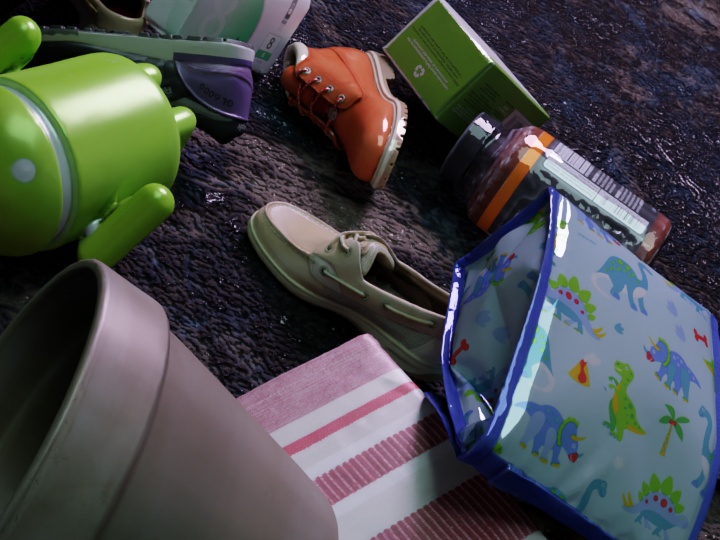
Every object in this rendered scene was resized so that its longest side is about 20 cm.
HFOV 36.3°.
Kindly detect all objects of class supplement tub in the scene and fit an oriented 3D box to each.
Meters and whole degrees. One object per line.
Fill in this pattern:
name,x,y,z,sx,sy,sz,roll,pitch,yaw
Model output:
supplement tub,0.170,-0.057,0.989,0.200,0.107,0.107,36,37,7

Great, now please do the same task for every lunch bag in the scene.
lunch bag,0.140,0.080,0.704,0.170,0.127,0.200,33,39,-18

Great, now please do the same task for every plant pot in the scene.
plant pot,-0.113,0.124,0.534,0.173,0.200,0.200,36,33,-25

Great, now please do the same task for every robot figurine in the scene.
robot figurine,-0.203,-0.079,0.738,0.176,0.116,0.200,52,40,7

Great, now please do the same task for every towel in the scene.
towel,0.005,0.135,0.664,0.144,0.023,0.200,-25,55,-26

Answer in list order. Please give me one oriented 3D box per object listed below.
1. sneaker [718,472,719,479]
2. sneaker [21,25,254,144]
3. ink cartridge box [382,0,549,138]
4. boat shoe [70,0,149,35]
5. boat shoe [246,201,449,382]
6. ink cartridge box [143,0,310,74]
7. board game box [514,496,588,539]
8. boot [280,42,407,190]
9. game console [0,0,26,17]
sneaker,0.265,0.139,0.860,0.115,0.074,0.200,30,35,3
sneaker,-0.185,-0.140,0.856,0.199,0.088,0.076,4,4,2
ink cartridge box,0.081,-0.215,1.086,0.148,0.076,0.200,26,26,-57
boat shoe,-0.216,-0.250,0.962,0.073,0.069,0.200,7,44,-30
boat shoe,0.000,0.000,0.827,0.200,0.065,0.072,38,38,20
ink cartridge box,-0.080,-0.273,0.941,0.050,0.200,0.161,42,16,18
board game box,0.106,0.207,0.694,0.199,0.041,0.200,7,43,-30
boot,-0.020,-0.143,0.986,0.107,0.075,0.200,13,32,-19
game console,-0.276,-0.280,0.866,0.200,0.176,0.117,-44,105,-27
